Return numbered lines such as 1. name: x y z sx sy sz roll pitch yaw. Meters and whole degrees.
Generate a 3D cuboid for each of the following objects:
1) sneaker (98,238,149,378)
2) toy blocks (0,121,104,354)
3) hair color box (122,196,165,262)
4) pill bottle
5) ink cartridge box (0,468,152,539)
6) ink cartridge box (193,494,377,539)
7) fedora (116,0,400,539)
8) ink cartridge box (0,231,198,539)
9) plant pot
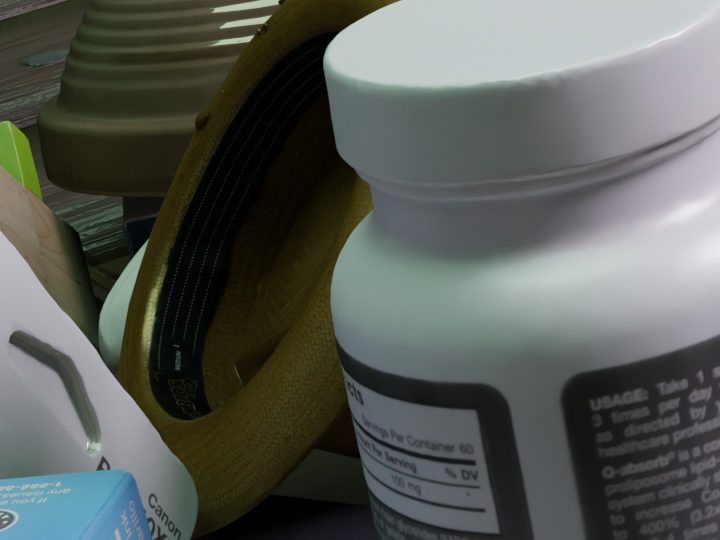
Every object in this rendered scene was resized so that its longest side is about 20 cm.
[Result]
1. sneaker: 0.006 0.001 0.994 0.200 0.075 0.100 -17 18 -14
2. toy blocks: -0.174 0.013 0.977 0.137 0.100 0.200 -16 -14 5
3. hair color box: -0.043 -0.031 1.140 0.100 0.061 0.200 -11 19 -1
4. pill bottle: 0.057 0.035 0.669 0.116 0.200 0.116 -10 19 3
5. ink cartridge box: -0.120 0.142 0.584 0.128 0.125 0.200 -6 19 15
6. ink cartridge box: -0.072 0.098 0.820 0.200 0.039 0.099 1 23 35
7. fedora: 0.000 0.000 0.819 0.082 0.201 0.201 21 8 -21
8. ink cartridge box: -0.167 0.062 0.744 0.200 0.145 0.083 -13 42 28
9. plant pot: -0.027 -0.096 1.059 0.201 0.093 0.201 -9 13 2
